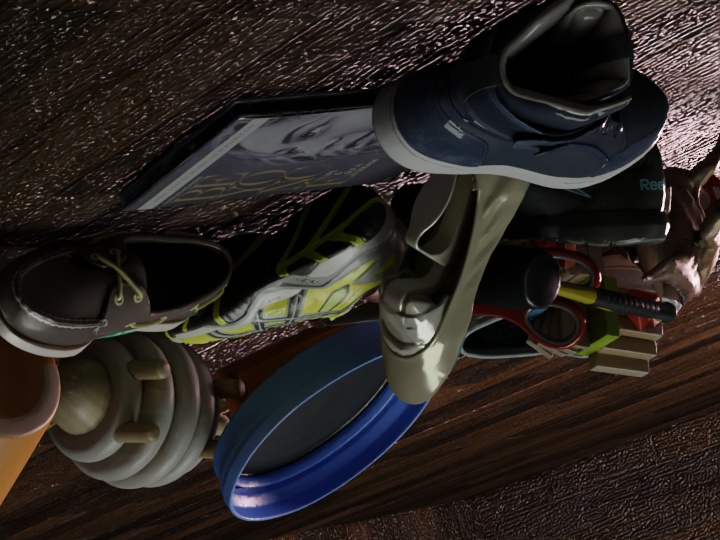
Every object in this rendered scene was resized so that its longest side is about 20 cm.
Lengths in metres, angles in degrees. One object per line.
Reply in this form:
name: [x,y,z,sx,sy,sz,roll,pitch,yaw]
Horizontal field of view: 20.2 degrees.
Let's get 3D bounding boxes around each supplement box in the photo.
supplement box: [-0.013,0.072,1.667,0.199,0.069,0.066,-26,-171,-20]

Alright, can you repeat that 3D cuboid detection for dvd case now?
dvd case: [-0.024,-0.074,1.196,0.199,0.016,0.149,-7,166,-35]

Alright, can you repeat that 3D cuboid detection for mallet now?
mallet: [0.144,0.015,1.393,0.066,0.041,0.199,9,177,38]

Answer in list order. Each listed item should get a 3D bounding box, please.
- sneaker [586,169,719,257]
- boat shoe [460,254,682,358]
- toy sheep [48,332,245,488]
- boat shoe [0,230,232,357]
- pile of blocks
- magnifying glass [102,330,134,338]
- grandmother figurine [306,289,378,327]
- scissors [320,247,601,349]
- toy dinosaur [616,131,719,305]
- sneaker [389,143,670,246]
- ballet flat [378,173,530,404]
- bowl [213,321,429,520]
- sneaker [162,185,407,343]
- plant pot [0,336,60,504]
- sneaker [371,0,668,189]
sneaker: [0.203,-0.014,1.640,0.199,0.079,0.116,-16,167,5]
boat shoe: [0.158,0.038,1.540,0.199,0.072,0.070,-4,132,-12]
toy sheep: [-0.169,0.110,1.589,0.137,0.139,0.200,-22,151,31]
boat shoe: [-0.156,0.009,1.281,0.059,0.072,0.200,-29,167,30]
pile of blocks: [0.142,0.008,1.464,0.199,0.082,0.062,32,149,-11]
magnifying glass: [-0.130,0.026,1.516,0.199,0.023,0.080,-9,167,-33]
grandmother figurine: [0.000,0.000,1.494,0.121,0.061,0.200,-50,153,18]
scissors: [0.071,0.014,1.448,0.198,0.074,0.014,5,-165,7]
toy dinosaur: [0.222,-0.022,1.452,0.085,0.201,0.136,9,126,-1]
sneaker: [0.113,-0.056,1.345,0.199,0.080,0.075,1,-177,28]
ballet flat: [0.046,-0.004,1.300,0.069,0.069,0.201,-2,119,-50]
bowl: [-0.028,0.115,1.570,0.200,0.039,0.201,-31,155,-17]
sneaker: [-0.051,0.014,1.375,0.199,0.076,0.076,-20,136,30]
plant pot: [-0.291,0.100,1.280,0.183,0.201,0.200,-42,156,30]
sneaker: [0.127,-0.100,1.124,0.201,0.077,0.146,-6,168,-36]
